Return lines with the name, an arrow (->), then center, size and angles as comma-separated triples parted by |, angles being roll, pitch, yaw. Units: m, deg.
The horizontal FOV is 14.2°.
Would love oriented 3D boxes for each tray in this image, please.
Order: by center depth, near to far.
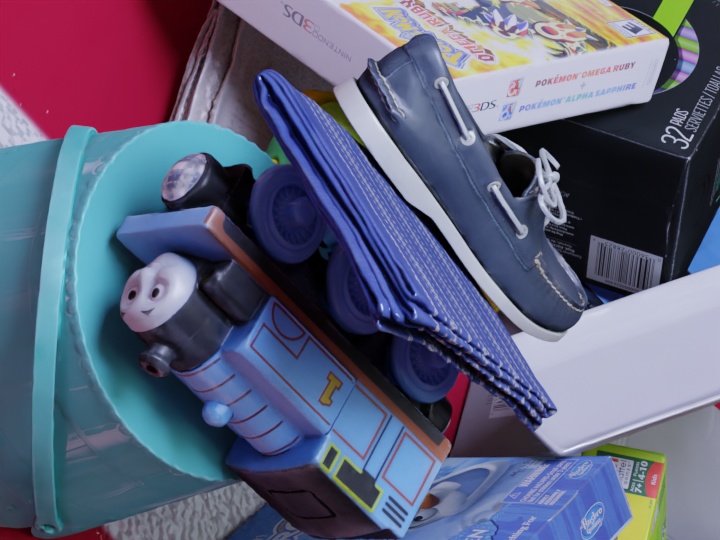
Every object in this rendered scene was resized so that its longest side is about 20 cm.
tray -> 0.164, 0.049, 1.547 | 0.200, 0.107, 0.022 | -18, 126, -22

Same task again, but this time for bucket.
bucket -> -0.118, 0.024, 1.416 | 0.207, 0.135, 0.207 | 15, 69, -44

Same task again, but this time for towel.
towel -> 0.020, -0.006, 1.326 | 0.145, 0.024, 0.200 | 59, 10, 26
towel -> -0.025, -0.060, 1.602 | 0.200, 0.034, 0.133 | 30, 70, -39

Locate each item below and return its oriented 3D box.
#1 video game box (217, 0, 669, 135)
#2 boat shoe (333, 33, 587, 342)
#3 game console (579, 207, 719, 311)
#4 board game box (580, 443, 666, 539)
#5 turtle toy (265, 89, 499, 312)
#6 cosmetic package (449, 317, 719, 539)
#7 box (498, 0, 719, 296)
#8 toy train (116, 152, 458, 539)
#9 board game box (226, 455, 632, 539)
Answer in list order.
video game box -> 0.032, -0.141, 1.529 | 0.182, 0.200, 0.047 | -17, 133, -43
boat shoe -> 0.063, -0.040, 1.407 | 0.200, 0.062, 0.075 | 48, 12, -34
game console -> 0.177, -0.040, 1.695 | 0.176, 0.116, 0.200 | 6, 33, -45
board game box -> 0.142, 0.187, 1.638 | 0.200, 0.048, 0.102 | 79, 25, -60
turtle toy -> 0.000, 0.000, 1.520 | 0.101, 0.146, 0.200 | -33, 115, -17
cosmetic package -> 0.155, 0.115, 1.728 | 0.200, 0.090, 0.107 | 41, 52, -36
box -> 0.148, -0.104, 1.654 | 0.124, 0.148, 0.200 | 93, 21, -46
toy train -> -0.034, 0.036, 1.344 | 0.200, 0.087, 0.114 | 46, 57, -30
board game box -> 0.004, 0.159, 1.464 | 0.200, 0.199, 0.043 | -39, 116, -45
